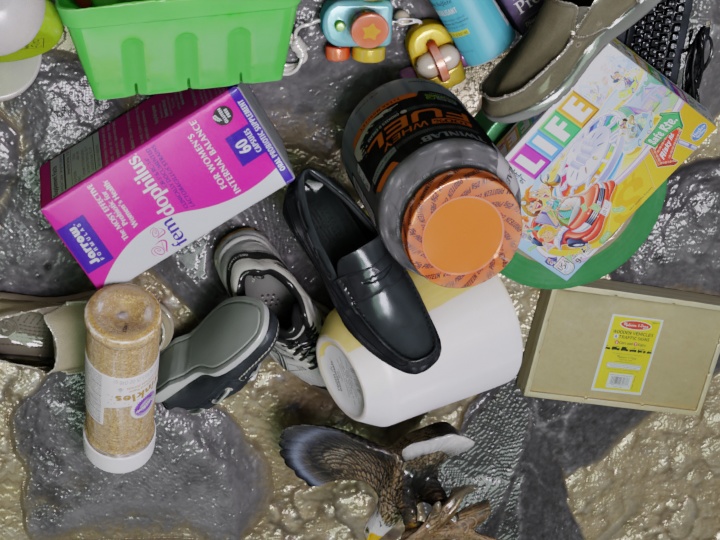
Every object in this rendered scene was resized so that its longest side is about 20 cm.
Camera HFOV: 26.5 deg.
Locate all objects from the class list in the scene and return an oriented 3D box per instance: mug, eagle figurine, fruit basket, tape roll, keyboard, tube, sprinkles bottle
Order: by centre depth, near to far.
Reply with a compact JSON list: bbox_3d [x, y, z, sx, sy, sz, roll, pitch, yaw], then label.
[{"bbox_3d":[-0.149,-0.249,1.230,0.213,0.156,0.218,-6,122,-10],"label":"fruit basket"},{"bbox_3d":[0.064,-0.270,1.307,0.050,0.077,0.201,-45,114,-24],"label":"tube"},{"bbox_3d":[0.267,-0.186,1.346,0.103,0.040,0.202,-5,122,-16],"label":"keyboard"},{"bbox_3d":[-0.213,0.099,1.360,0.067,0.069,0.201,-1,140,-11],"label":"sprinkles bottle"},{"bbox_3d":[0.033,0.053,1.397,0.152,0.187,0.150,-26,152,-24],"label":"mug"},{"bbox_3d":[0.028,0.189,1.421,0.150,0.200,0.152,-37,130,-4],"label":"eagle figurine"},{"bbox_3d":[0.187,-0.083,1.436,0.198,0.048,0.203,-5,114,-11],"label":"tape roll"}]

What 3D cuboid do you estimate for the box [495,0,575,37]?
[{"bbox_3d":[0.177,-0.321,1.314,0.199,0.079,0.142,-36,113,5],"label":"box"}]

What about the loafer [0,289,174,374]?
[{"bbox_3d":[-0.268,0.061,1.391,0.197,0.068,0.077,-1,114,-12],"label":"loafer"}]

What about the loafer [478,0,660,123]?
[{"bbox_3d":[0.169,-0.208,1.284,0.200,0.075,0.070,-44,124,10],"label":"loafer"}]

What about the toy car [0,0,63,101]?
[{"bbox_3d":[-0.337,-0.226,1.218,0.197,0.175,0.152,0,77,-12],"label":"toy car"}]

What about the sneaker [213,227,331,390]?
[{"bbox_3d":[-0.066,0.054,1.422,0.075,0.088,0.200,-40,117,5],"label":"sneaker"}]

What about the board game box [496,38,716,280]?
[{"bbox_3d":[0.199,-0.099,1.364,0.134,0.034,0.200,31,116,-21],"label":"board game box"}]

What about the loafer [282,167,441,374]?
[{"bbox_3d":[0.000,0.000,1.303,0.068,0.071,0.201,-32,75,-17],"label":"loafer"}]

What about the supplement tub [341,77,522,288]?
[{"bbox_3d":[0.060,-0.073,1.274,0.121,0.200,0.124,-6,118,-12],"label":"supplement tub"}]

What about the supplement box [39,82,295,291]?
[{"bbox_3d":[-0.170,-0.085,1.330,0.199,0.104,0.102,-31,118,5],"label":"supplement box"}]

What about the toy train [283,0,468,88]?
[{"bbox_3d":[0.022,-0.165,1.361,0.199,0.056,0.151,36,102,-24],"label":"toy train"}]

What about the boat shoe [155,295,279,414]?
[{"bbox_3d":[-0.124,0.079,1.393,0.060,0.076,0.199,25,151,-29],"label":"boat shoe"}]

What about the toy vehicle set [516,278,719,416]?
[{"bbox_3d":[0.265,0.076,1.535,0.198,0.027,0.126,8,111,-15],"label":"toy vehicle set"}]
